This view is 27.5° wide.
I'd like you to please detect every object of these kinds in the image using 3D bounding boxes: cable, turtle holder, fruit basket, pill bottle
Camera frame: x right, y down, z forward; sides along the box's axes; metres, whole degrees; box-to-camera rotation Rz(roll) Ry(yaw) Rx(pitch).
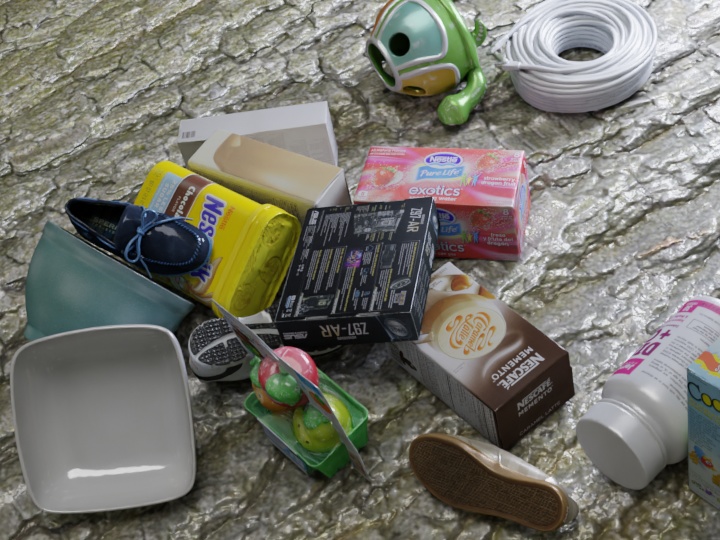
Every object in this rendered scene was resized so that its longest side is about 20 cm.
[{"bbox_3d":[0.294,-0.291,1.966,0.199,0.069,0.200,25,57,30],"label":"cable"},{"bbox_3d":[0.089,-0.288,1.980,0.131,0.186,0.141,-31,17,-16],"label":"turtle holder"},{"bbox_3d":[-0.077,0.133,1.577,0.094,0.200,0.185,-47,54,-9],"label":"fruit basket"},{"bbox_3d":[0.325,0.129,1.543,0.200,0.114,0.113,-41,52,-23],"label":"pill bottle"}]

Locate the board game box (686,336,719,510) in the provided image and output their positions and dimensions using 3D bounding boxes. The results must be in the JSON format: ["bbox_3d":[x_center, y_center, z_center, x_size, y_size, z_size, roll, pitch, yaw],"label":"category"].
[{"bbox_3d":[0.392,0.152,1.446,0.103,0.201,0.105,-39,52,-22],"label":"board game box"}]

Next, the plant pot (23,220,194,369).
[{"bbox_3d":[-0.313,0.049,1.733,0.200,0.200,0.135,27,85,32],"label":"plant pot"}]

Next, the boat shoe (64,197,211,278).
[{"bbox_3d":[-0.273,-0.040,1.760,0.199,0.069,0.085,9,77,27],"label":"boat shoe"}]

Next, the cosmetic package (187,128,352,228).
[{"bbox_3d":[-0.111,-0.098,1.862,0.199,0.106,0.071,20,55,27],"label":"cosmetic package"}]

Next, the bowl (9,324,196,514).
[{"bbox_3d":[-0.279,0.160,1.633,0.198,0.201,0.075,-7,4,4],"label":"bowl"}]

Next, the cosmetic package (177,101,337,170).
[{"bbox_3d":[-0.134,-0.167,1.945,0.199,0.083,0.051,-6,44,7],"label":"cosmetic package"}]

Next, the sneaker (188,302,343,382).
[{"bbox_3d":[-0.109,0.083,1.718,0.199,0.080,0.074,-8,64,-19],"label":"sneaker"}]

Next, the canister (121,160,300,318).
[{"bbox_3d":[-0.189,-0.036,1.804,0.199,0.086,0.149,25,92,31],"label":"canister"}]

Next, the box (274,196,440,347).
[{"bbox_3d":[0.000,0.000,1.687,0.159,0.044,0.201,-5,41,16],"label":"box"}]

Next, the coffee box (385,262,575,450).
[{"bbox_3d":[0.129,0.093,1.644,0.114,0.080,0.200,-37,50,-19],"label":"coffee box"}]

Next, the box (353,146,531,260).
[{"bbox_3d":[0.102,-0.084,1.803,0.199,0.095,0.103,4,48,16],"label":"box"}]

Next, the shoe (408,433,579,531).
[{"bbox_3d":[0.139,0.223,1.548,0.199,0.070,0.053,21,13,33],"label":"shoe"}]
